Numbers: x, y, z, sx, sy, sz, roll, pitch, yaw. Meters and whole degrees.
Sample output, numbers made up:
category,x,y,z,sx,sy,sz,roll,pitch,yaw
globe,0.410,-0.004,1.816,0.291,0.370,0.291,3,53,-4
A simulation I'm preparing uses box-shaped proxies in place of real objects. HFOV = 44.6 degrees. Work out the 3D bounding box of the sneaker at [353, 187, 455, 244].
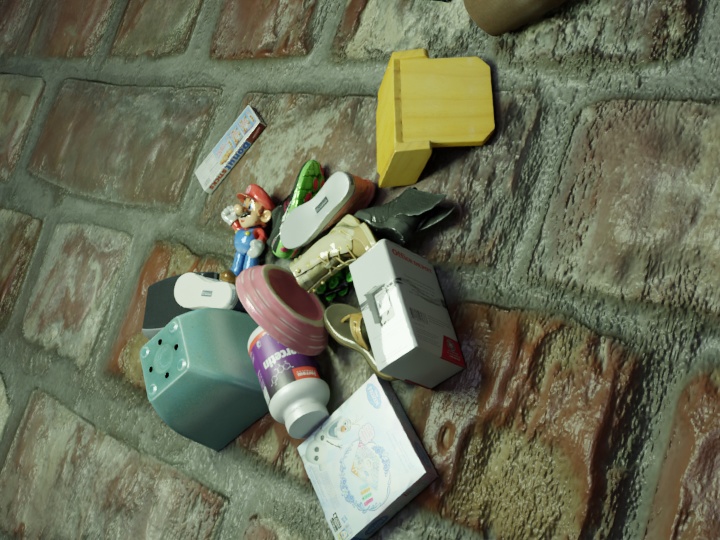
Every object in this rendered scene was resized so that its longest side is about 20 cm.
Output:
category,x,y,z,sx,sy,sz,roll,pitch,yaw
sneaker,0.072,-0.101,1.541,0.104,0.060,0.199,-47,29,-13

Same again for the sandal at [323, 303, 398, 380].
category,x,y,z,sx,sy,sz,roll,pitch,yaw
sandal,0.014,0.109,1.483,0.200,0.079,0.055,41,139,38

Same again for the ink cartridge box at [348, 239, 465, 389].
category,x,y,z,sx,sy,sz,roll,pitch,yaw
ink cartridge box,0.074,0.070,1.409,0.083,0.144,0.203,-34,54,26

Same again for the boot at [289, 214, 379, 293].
category,x,y,z,sx,sy,sz,roll,pitch,yaw
boot,-0.042,-0.018,1.522,0.154,0.073,0.200,-37,25,-6

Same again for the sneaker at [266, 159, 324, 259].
category,x,y,z,sx,sy,sz,roll,pitch,yaw
sneaker,-0.133,-0.126,1.714,0.083,0.076,0.204,20,84,39

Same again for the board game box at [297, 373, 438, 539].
category,x,y,z,sx,sy,sz,roll,pitch,yaw
board game box,0.006,0.312,1.435,0.199,0.043,0.202,-45,49,18

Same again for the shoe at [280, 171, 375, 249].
category,x,y,z,sx,sy,sz,roll,pitch,yaw
shoe,-0.059,-0.105,1.635,0.200,0.090,0.072,-42,62,29

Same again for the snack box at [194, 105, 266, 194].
category,x,y,z,sx,sy,sz,roll,pitch,yaw
snack box,-0.289,-0.267,1.938,0.200,0.024,0.072,-48,48,15

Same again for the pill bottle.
category,x,y,z,sx,sy,sz,roll,pitch,yaw
pill bottle,-0.122,0.189,1.548,0.112,0.112,0.202,-42,51,18

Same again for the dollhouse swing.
category,x,y,z,sx,sy,sz,roll,pitch,yaw
dollhouse swing,0.130,-0.270,1.578,0.182,0.171,0.204,117,155,-64

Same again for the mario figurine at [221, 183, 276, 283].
category,x,y,z,sx,sy,sz,roll,pitch,yaw
mario figurine,-0.238,-0.075,1.757,0.121,0.106,0.205,10,85,10

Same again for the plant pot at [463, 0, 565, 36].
category,x,y,z,sx,sy,sz,roll,pitch,yaw
plant pot,0.272,-0.496,1.474,0.200,0.184,0.190,-41,49,38

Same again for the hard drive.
category,x,y,z,sx,sy,sz,roll,pitch,yaw
hard drive,-0.389,0.073,1.870,0.197,0.042,0.138,-12,65,36

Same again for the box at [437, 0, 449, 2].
category,x,y,z,sx,sy,sz,roll,pitch,yaw
box,0.129,-0.633,1.682,0.147,0.104,0.203,22,86,43

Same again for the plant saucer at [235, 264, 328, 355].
category,x,y,z,sx,sy,sz,roll,pitch,yaw
plant saucer,-0.127,0.060,1.544,0.051,0.199,0.202,-47,49,18

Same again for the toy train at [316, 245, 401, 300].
category,x,y,z,sx,sy,sz,roll,pitch,yaw
toy train,0.000,0.000,1.575,0.197,0.042,0.057,-22,48,32

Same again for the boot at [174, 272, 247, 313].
category,x,y,z,sx,sy,sz,roll,pitch,yaw
boot,-0.288,0.056,1.762,0.198,0.090,0.074,12,82,45

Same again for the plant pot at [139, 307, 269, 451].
category,x,y,z,sx,sy,sz,roll,pitch,yaw
plant pot,-0.296,0.189,1.637,0.195,0.199,0.198,-39,52,21
